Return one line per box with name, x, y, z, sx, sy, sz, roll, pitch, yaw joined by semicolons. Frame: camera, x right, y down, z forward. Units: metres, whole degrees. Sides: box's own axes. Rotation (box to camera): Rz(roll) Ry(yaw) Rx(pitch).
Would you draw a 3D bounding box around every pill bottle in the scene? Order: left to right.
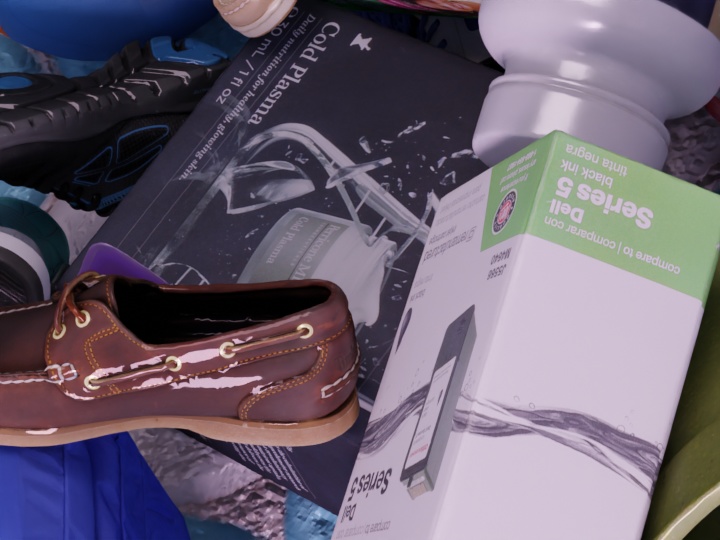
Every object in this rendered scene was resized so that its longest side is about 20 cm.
pill bottle;0.116;-0.134;1.062;0.111;0.111;0.201;12;77;28

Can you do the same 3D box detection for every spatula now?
spatula;-0.122;0.057;1.141;0.056;0.200;0.021;32;55;4

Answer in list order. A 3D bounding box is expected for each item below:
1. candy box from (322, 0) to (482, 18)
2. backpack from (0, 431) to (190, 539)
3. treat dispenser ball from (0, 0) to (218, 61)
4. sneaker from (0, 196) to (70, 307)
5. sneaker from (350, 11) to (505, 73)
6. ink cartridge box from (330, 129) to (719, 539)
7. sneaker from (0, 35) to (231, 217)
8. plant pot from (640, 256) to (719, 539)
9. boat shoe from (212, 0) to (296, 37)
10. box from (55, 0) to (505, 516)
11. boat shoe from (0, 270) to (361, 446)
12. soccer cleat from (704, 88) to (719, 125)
candy box;0.022;-0.213;1.200;0.199;0.077;0.170;9;84;50
backpack;-0.189;0.155;1.103;0.199;0.168;0.163;-18;40;11
treat dispenser ball;-0.143;-0.214;1.319;0.200;0.201;0.202;-10;54;14
sneaker;-0.182;0.006;1.214;0.083;0.200;0.121;33;53;-9
sneaker;0.049;-0.127;1.262;0.198;0.081;0.116;9;58;24
ink cartridge box;0.061;0.062;0.983;0.084;0.145;0.201;21;75;-12
sneaker;-0.144;-0.060;1.234;0.199;0.082;0.073;-15;30;-38
plant pot;0.181;0.074;1.021;0.199;0.201;0.190;-22;39;6
boat shoe;-0.072;-0.208;1.191;0.074;0.069;0.201;-32;55;38
box;0.000;0.000;1.167;0.196;0.124;0.200;25;68;31
boat shoe;-0.099;0.030;1.039;0.199;0.071;0.071;-2;39;6
soccer cleat;0.189;-0.164;1.235;0.066;0.077;0.201;-7;55;16
